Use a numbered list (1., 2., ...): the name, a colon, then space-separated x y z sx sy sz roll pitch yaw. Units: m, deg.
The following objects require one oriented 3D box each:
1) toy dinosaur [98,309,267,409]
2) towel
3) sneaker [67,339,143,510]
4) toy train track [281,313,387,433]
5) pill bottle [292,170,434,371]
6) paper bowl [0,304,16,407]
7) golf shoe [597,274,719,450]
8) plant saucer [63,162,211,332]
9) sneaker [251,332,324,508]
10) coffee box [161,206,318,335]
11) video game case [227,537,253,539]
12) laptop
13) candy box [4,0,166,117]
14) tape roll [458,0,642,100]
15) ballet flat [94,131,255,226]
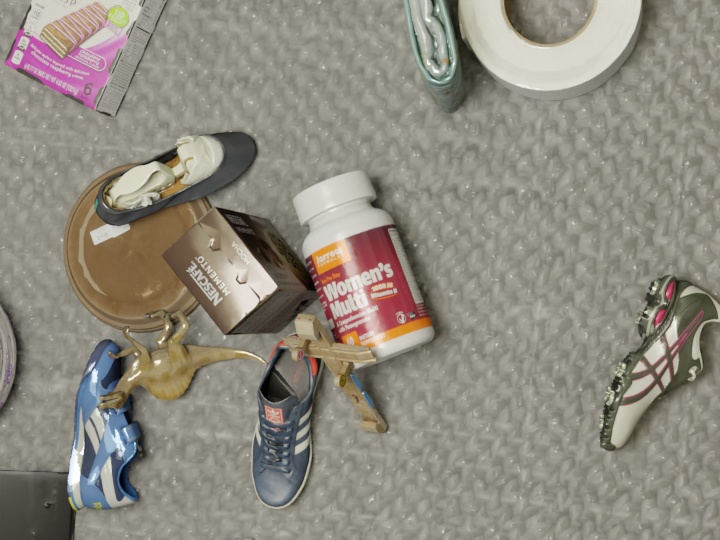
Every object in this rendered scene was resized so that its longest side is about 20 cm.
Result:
1. toy dinosaur: -0.216 0.097 1.571 0.198 0.058 0.102 -18 102 -16
2. towel: 0.077 -0.282 1.468 0.048 0.171 0.203 -10 85 10
3. sneaker: -0.289 0.181 1.588 0.081 0.074 0.203 6 94 7
4. toy train track: -0.023 0.122 1.475 0.114 0.201 0.033 5 53 34
5. pill bottle: 0.000 0.000 1.507 0.108 0.110 0.202 -22 84 11
6. paper bowl: -0.502 0.103 1.619 0.198 0.104 0.204 0 89 12
7. golf shoe: 0.316 0.108 1.452 0.087 0.077 0.202 24 94 5
8. plant saucer: -0.263 -0.028 1.609 0.197 0.029 0.203 0 88 14
9. sneaker: -0.091 0.170 1.534 0.074 0.084 0.203 7 90 13
10. coffee box: -0.124 0.003 1.488 0.080 0.200 0.113 -40 80 8
11. video game case: -0.198 0.421 1.583 0.180 0.023 0.203 -9 87 12
12. laptop: -0.454 0.328 1.649 0.198 0.115 0.190 3 88 41
13. candy box: -0.316 -0.302 1.612 0.135 0.061 0.202 26 93 13
14. tape roll: 0.207 -0.290 1.490 0.200 0.071 0.205 0 89 12
15. ballet flat: -0.213 -0.110 1.555 0.198 0.073 0.074 -25 83 -5
